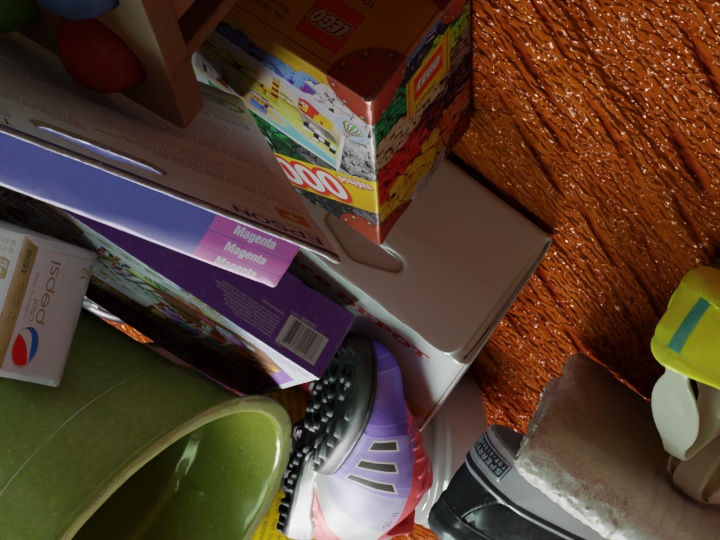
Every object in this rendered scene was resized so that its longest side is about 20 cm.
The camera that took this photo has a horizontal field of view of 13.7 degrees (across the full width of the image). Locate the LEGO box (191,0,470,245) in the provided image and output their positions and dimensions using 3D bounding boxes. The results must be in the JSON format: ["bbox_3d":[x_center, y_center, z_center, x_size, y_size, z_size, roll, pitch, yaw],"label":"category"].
[{"bbox_3d":[-0.051,-0.119,1.315,0.200,0.077,0.149,33,162,15],"label":"LEGO box"}]

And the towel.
[{"bbox_3d":[0.136,0.104,1.424,0.132,0.035,0.200,37,-167,3],"label":"towel"}]

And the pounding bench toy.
[{"bbox_3d":[-0.120,-0.175,1.185,0.200,0.156,0.124,31,161,22],"label":"pounding bench toy"}]

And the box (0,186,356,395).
[{"bbox_3d":[-0.110,-0.011,1.435,0.200,0.039,0.137,34,165,-11],"label":"box"}]

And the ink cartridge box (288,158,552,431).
[{"bbox_3d":[0.000,0.000,1.493,0.146,0.083,0.200,37,162,2],"label":"ink cartridge box"}]

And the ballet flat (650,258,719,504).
[{"bbox_3d":[0.165,0.068,1.370,0.067,0.067,0.200,30,161,29],"label":"ballet flat"}]

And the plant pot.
[{"bbox_3d":[-0.168,0.084,1.482,0.190,0.200,0.200,41,164,22],"label":"plant pot"}]

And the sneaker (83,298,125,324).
[{"bbox_3d":[-0.099,0.004,1.721,0.200,0.076,0.114,18,177,11],"label":"sneaker"}]

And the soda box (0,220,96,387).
[{"bbox_3d":[-0.226,-0.006,1.410,0.200,0.068,0.064,17,180,29],"label":"soda box"}]

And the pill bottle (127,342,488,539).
[{"bbox_3d":[-0.037,0.096,1.627,0.199,0.113,0.113,1,169,-16],"label":"pill bottle"}]

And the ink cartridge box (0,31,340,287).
[{"bbox_3d":[-0.121,-0.055,1.180,0.196,0.043,0.200,21,-164,-20],"label":"ink cartridge box"}]

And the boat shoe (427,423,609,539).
[{"bbox_3d":[0.118,0.145,1.461,0.199,0.068,0.074,27,-162,-35],"label":"boat shoe"}]

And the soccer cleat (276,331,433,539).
[{"bbox_3d":[0.006,0.085,1.478,0.073,0.068,0.200,8,155,-6],"label":"soccer cleat"}]
